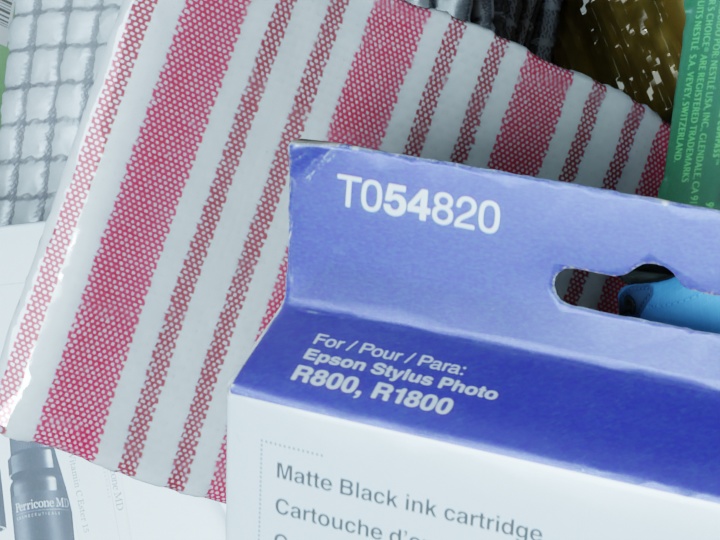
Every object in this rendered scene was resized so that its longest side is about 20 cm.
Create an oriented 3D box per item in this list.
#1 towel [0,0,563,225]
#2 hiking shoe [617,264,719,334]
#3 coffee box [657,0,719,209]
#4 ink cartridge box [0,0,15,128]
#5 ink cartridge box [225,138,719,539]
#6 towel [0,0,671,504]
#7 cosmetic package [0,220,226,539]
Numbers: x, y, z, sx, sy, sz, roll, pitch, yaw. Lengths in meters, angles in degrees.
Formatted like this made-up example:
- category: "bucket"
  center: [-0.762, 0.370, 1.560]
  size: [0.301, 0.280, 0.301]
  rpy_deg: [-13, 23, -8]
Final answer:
- category: "towel"
  center: [-0.020, -0.076, 0.863]
  size: [0.165, 0.086, 0.200]
  rpy_deg: [1, 81, 31]
- category: "hiking shoe"
  center: [0.096, 0.035, 0.714]
  size: [0.087, 0.074, 0.200]
  rpy_deg: [45, 121, 18]
- category: "coffee box"
  center: [0.175, -0.041, 0.721]
  size: [0.200, 0.044, 0.123]
  rpy_deg: [1, 78, 39]
- category: "ink cartridge box"
  center: [-0.207, -0.067, 1.032]
  size: [0.200, 0.048, 0.146]
  rpy_deg: [0, 75, 39]
- category: "ink cartridge box"
  center: [0.061, 0.081, 0.672]
  size: [0.199, 0.041, 0.200]
  rpy_deg: [10, 114, 20]
- category: "towel"
  center: [0.000, 0.000, 0.747]
  size: [0.030, 0.200, 0.147]
  rpy_deg: [15, 85, 55]
- category: "cosmetic package"
  center: [-0.109, 0.063, 0.807]
  size: [0.200, 0.052, 0.151]
  rpy_deg: [-6, 86, 20]
